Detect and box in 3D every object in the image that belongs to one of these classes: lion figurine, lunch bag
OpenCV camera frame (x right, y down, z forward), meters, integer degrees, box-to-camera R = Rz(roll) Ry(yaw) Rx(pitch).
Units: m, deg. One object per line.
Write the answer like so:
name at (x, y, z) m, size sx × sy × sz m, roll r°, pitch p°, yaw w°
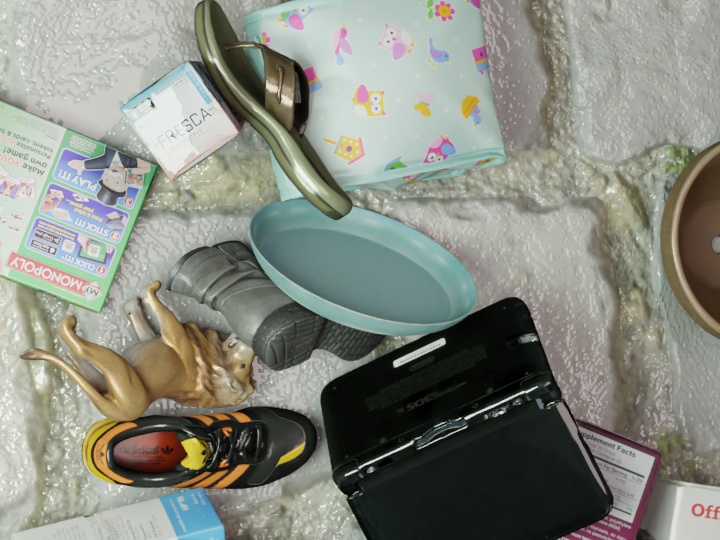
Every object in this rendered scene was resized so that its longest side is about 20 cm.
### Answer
lion figurine at (-0.172, 0.080, 1.109) m, size 0.200 × 0.072 × 0.123 m, roll -27°, pitch 85°, yaw -50°
lunch bag at (0.006, -0.152, 1.179) m, size 0.200 × 0.122 × 0.170 m, roll -11°, pitch 92°, yaw -19°

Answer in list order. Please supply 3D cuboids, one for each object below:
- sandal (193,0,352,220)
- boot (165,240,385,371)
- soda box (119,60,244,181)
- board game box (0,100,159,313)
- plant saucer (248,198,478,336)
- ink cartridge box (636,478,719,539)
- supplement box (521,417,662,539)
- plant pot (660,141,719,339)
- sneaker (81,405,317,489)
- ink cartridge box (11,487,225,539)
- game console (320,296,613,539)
sandal at (-0.060, -0.132, 1.088) m, size 0.057 × 0.080 × 0.201 m, roll -36°, pitch 94°, yaw 14°
boot at (-0.060, 0.017, 1.169) m, size 0.132 × 0.200 × 0.070 m, roll 36°, pitch 108°, yaw 28°
soda box at (-0.136, -0.122, 1.089) m, size 0.064 × 0.200 × 0.068 m, roll -35°, pitch 99°, yaw 1°
board game box at (-0.284, -0.062, 1.132) m, size 0.200 × 0.029 × 0.135 m, roll 23°, pitch 82°, yaw -16°
plant saucer at (0.000, 0.000, 1.150) m, size 0.200 × 0.200 × 0.027 m, roll 11°, pitch 116°, yaw -17°
ink cartridge box at (0.323, 0.299, 1.280) m, size 0.147 × 0.083 × 0.200 m, roll 11°, pitch 85°, yaw -17°
supplement box at (0.162, 0.231, 1.208) m, size 0.103 × 0.131 × 0.200 m, roll 23°, pitch 80°, yaw -15°
plant pot at (0.360, -0.026, 1.300) m, size 0.201 × 0.093 × 0.201 m, roll 1°, pitch 87°, yaw -17°
sneaker at (-0.126, 0.151, 1.141) m, size 0.200 × 0.090 × 0.070 m, roll -1°, pitch 88°, yaw -17°
ink cartridge box at (-0.208, 0.258, 1.104) m, size 0.200 × 0.068 × 0.116 m, roll -11°, pitch 115°, yaw -18°
game console at (0.084, 0.147, 1.164) m, size 0.200 × 0.176 × 0.116 m, roll -26°, pitch 128°, yaw 10°
